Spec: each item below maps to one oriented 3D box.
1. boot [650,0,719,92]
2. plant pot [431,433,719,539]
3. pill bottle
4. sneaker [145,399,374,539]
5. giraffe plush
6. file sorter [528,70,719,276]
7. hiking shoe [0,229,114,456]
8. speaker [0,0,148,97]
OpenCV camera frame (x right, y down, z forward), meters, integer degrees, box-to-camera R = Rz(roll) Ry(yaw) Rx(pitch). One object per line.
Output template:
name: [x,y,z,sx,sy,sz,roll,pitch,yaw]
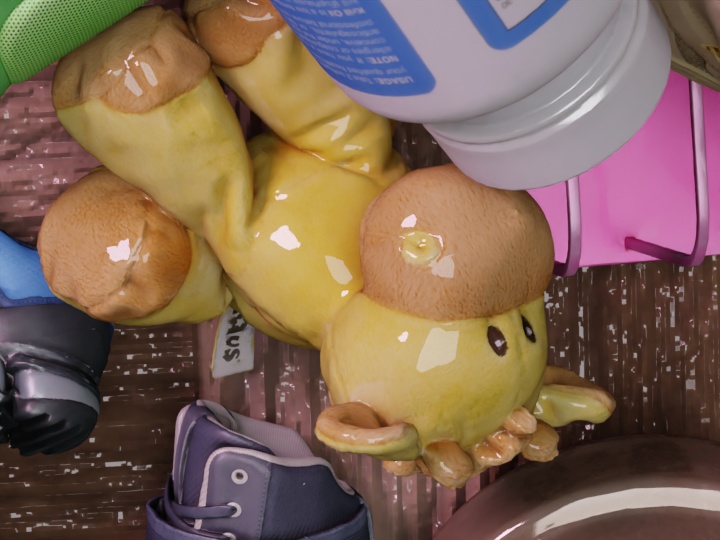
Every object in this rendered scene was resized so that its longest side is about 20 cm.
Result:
boot: [0.191,-0.065,0.912,0.200,0.155,0.073,22,91,-9]
plant pot: [0.112,0.181,1.021,0.200,0.175,0.201,-1,109,-2]
pill bottle: [0.016,-0.115,0.852,0.112,0.112,0.200,-41,132,-3]
sneaker: [-0.089,0.124,1.047,0.202,0.077,0.146,-7,108,-18]
giraffe plush: [0.000,0.000,0.977,0.172,0.162,0.200,-31,137,-23]
file sorter: [0.153,-0.071,1.049,0.200,0.125,0.139,-5,96,-9]
hiking shoe: [-0.183,0.001,1.040,0.200,0.074,0.087,20,66,-8]
speaker: [-0.080,-0.128,0.918,0.200,0.088,0.089,-34,100,-7]
